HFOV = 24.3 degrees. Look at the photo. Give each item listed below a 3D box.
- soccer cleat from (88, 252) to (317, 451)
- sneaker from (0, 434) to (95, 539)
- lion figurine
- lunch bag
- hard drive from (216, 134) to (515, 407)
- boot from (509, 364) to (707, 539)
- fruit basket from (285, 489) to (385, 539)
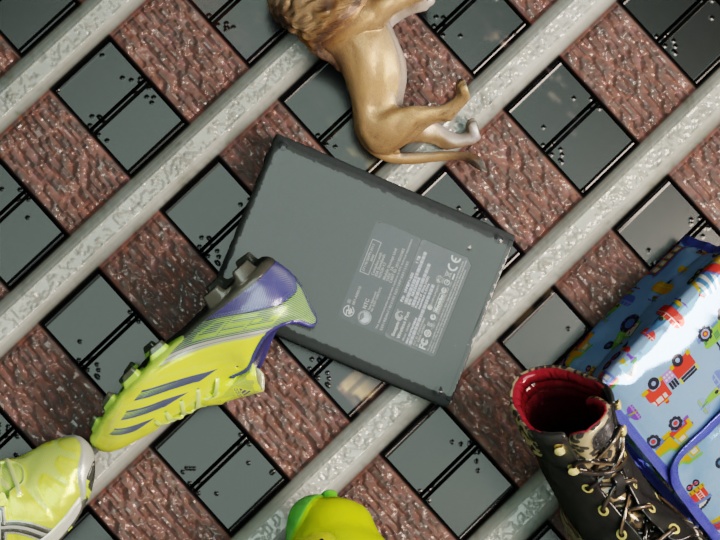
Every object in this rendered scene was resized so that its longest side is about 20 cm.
[{"bbox_3d":[-0.116,0.075,1.218,0.200,0.065,0.084,-43,99,11],"label":"soccer cleat"},{"bbox_3d":[-0.282,0.178,1.200,0.199,0.077,0.076,-32,44,-7],"label":"sneaker"},{"bbox_3d":[0.012,-0.150,1.255,0.121,0.072,0.202,-20,91,3],"label":"lion figurine"},{"bbox_3d":[0.269,0.100,1.251,0.150,0.094,0.200,-44,105,-6],"label":"lunch bag"},{"bbox_3d":[0.000,0.000,1.261,0.198,0.033,0.141,23,85,-1],"label":"hard drive"},{"bbox_3d":[0.182,0.158,1.155,0.073,0.200,0.151,-33,121,-9],"label":"boot"},{"bbox_3d":[-0.007,0.258,1.160,0.213,0.155,0.218,6,104,23],"label":"fruit basket"}]
